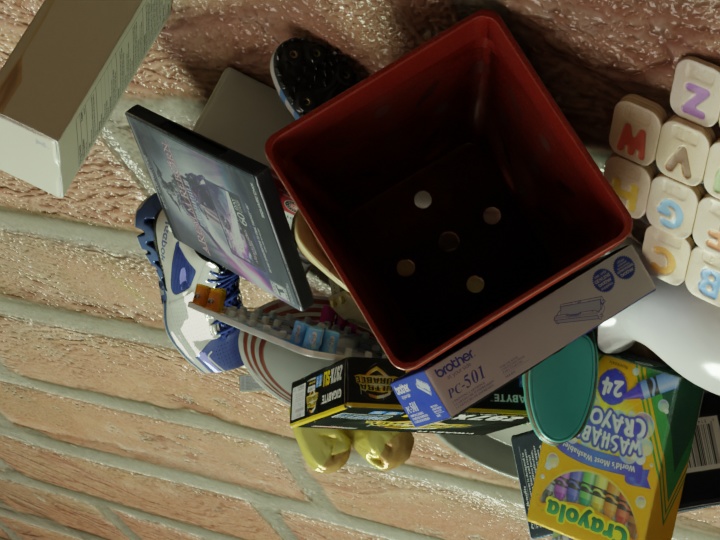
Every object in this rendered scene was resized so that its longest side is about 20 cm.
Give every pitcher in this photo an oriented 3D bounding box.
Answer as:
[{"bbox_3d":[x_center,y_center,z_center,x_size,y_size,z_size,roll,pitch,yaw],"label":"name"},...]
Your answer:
[{"bbox_3d":[0.275,0.017,1.272,0.199,0.121,0.172,16,143,45],"label":"pitcher"}]

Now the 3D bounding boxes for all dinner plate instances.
[{"bbox_3d":[-0.028,0.094,1.600,0.199,0.200,0.024,22,125,9],"label":"dinner plate"}]

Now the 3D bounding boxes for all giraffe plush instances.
[{"bbox_3d":[-0.030,0.136,1.744,0.199,0.173,0.162,14,175,2],"label":"giraffe plush"}]

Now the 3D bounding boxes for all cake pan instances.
[{"bbox_3d":[0.163,0.174,1.741,0.199,0.037,0.201,21,154,11],"label":"cake pan"}]

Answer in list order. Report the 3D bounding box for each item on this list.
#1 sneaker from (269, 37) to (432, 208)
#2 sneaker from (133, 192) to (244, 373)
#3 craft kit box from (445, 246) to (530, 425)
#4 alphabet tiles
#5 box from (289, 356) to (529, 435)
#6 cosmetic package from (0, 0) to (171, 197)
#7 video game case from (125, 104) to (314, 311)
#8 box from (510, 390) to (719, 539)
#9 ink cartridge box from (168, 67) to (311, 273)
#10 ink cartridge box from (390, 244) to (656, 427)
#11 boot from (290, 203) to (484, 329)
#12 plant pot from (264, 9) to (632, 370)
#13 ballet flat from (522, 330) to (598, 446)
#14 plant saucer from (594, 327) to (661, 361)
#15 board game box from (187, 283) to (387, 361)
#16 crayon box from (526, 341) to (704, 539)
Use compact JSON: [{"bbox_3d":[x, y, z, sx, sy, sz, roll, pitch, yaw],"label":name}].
[{"bbox_3d":[-0.007,-0.116,1.325,0.200,0.072,0.072,42,159,-23],"label":"sneaker"},{"bbox_3d":[-0.154,0.011,1.612,0.115,0.080,0.200,-6,111,51],"label":"sneaker"},{"bbox_3d":[0.111,0.069,1.519,0.198,0.049,0.200,49,157,-11],"label":"craft kit box"},{"bbox_3d":[0.267,-0.052,1.145,0.199,0.015,0.196,27,136,26],"label":"alphabet tiles"},{"bbox_3d":[0.053,0.117,1.435,0.199,0.050,0.160,5,165,-20],"label":"box"},{"bbox_3d":[-0.226,-0.172,1.267,0.071,0.201,0.105,25,154,3],"label":"cosmetic package"},{"bbox_3d":[-0.123,-0.056,1.360,0.200,0.019,0.143,26,144,44],"label":"video game case"},{"bbox_3d":[0.264,0.188,1.523,0.148,0.108,0.200,-5,168,-26],"label":"box"},{"bbox_3d":[-0.089,-0.078,1.451,0.144,0.084,0.200,26,154,-1],"label":"ink cartridge box"},{"bbox_3d":[0.126,0.052,1.229,0.044,0.199,0.094,59,161,1],"label":"ink cartridge box"},{"bbox_3d":[0.000,0.000,1.388,0.199,0.073,0.155,26,168,-25],"label":"boot"},{"bbox_3d":[0.066,-0.043,1.207,0.201,0.199,0.176,58,176,12],"label":"plant pot"},{"bbox_3d":[0.168,0.049,1.368,0.067,0.201,0.070,-3,-177,-5],"label":"ballet flat"},{"bbox_3d":[0.194,0.047,1.488,0.199,0.030,0.200,20,154,10],"label":"plant saucer"},{"bbox_3d":[-0.031,0.056,1.491,0.199,0.026,0.200,11,-175,-40],"label":"board game box"},{"bbox_3d":[0.221,0.174,1.389,0.125,0.201,0.051,17,-170,41],"label":"crayon box"}]
